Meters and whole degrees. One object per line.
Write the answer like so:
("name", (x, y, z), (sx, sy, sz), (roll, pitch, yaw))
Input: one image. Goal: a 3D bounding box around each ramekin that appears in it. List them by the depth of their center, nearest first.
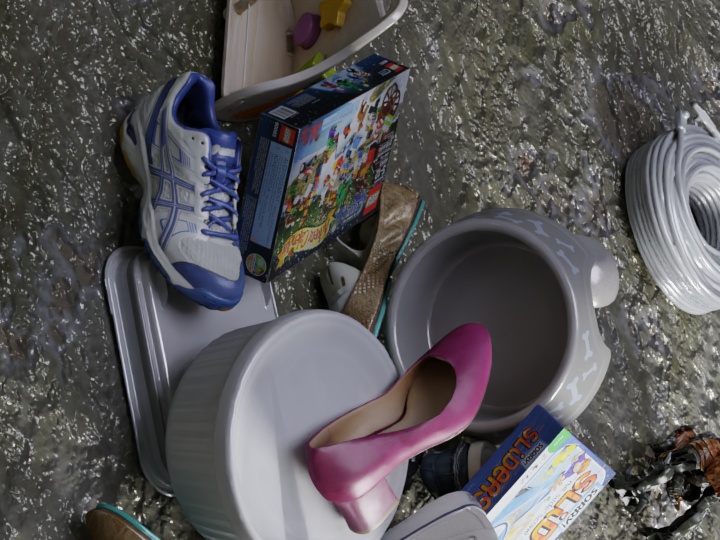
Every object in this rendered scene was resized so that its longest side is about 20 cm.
("ramekin", (-0.061, 0.130, 1.591), (0.201, 0.094, 0.204), (3, 86, -49))

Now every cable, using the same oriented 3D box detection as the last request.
("cable", (0.357, -0.053, 2.232), (0.200, 0.069, 0.201), (49, 44, -23))

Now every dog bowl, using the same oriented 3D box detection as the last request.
("dog bowl", (0.110, 0.046, 1.754), (0.059, 0.199, 0.202), (5, 68, -63))

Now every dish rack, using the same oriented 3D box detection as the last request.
("dish rack", (-0.114, 0.073, 1.662), (0.171, 0.043, 0.202), (1, 73, -49))

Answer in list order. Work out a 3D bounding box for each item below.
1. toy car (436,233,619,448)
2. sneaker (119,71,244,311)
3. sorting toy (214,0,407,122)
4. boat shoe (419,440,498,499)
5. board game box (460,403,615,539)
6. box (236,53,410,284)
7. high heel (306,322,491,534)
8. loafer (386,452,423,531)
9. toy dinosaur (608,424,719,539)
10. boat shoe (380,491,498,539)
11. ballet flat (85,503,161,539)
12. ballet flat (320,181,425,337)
("toy car", (0.130, 0.051, 1.873), (0.149, 0.176, 0.200), (27, 31, 10))
("sneaker", (-0.128, -0.066, 1.635), (0.075, 0.088, 0.201), (9, 50, -47))
("sorting toy", (-0.030, -0.230, 1.785), (0.106, 0.179, 0.202), (25, 56, -39))
("boat shoe", (0.101, 0.198, 1.810), (0.200, 0.061, 0.076), (46, 43, -65))
("board game box", (0.113, 0.213, 1.727), (0.034, 0.200, 0.135), (42, 2, 32))
("box", (-0.031, -0.086, 1.717), (0.200, 0.037, 0.138), (-36, 143, -56))
("high heel", (0.033, 0.096, 1.573), (0.201, 0.067, 0.096), (-57, 138, -29))
("loafer", (-0.001, 0.171, 1.723), (0.068, 0.070, 0.201), (53, 37, -22))
("toy dinosaur", (0.313, 0.195, 2.009), (0.103, 0.135, 0.200), (55, -3, 8))
("boat shoe", (0.022, 0.254, 1.624), (0.070, 0.199, 0.071), (54, -5, 40))
("ballet flat", (-0.138, 0.253, 1.548), (0.200, 0.068, 0.073), (44, 64, -32))
("ballet flat", (0.000, 0.000, 1.820), (0.065, 0.071, 0.201), (24, 48, -6))
